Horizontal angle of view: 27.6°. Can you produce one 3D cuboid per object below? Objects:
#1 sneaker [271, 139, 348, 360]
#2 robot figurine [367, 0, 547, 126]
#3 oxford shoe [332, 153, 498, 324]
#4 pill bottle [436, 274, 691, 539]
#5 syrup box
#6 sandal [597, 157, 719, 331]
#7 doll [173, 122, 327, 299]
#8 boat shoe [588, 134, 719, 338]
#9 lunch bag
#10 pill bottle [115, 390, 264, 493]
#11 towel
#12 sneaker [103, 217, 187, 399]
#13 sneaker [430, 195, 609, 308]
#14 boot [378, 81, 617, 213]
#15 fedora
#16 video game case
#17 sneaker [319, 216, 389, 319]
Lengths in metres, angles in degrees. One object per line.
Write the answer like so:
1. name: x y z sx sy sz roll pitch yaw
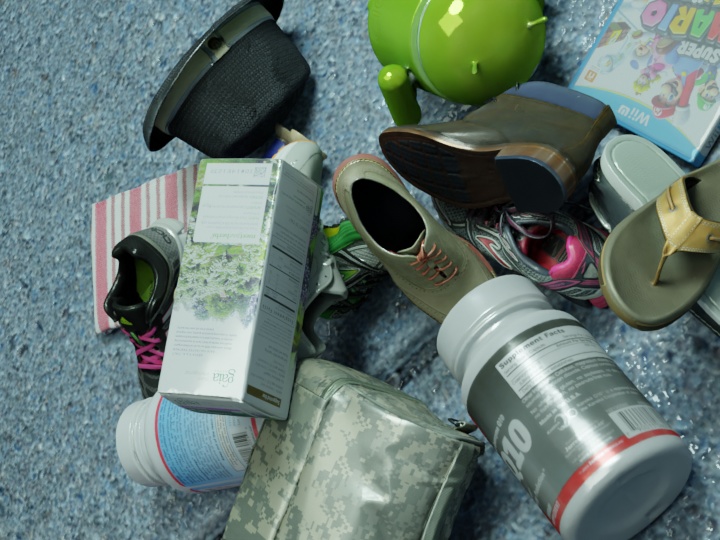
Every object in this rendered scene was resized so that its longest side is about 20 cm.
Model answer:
1. sneaker: -0.047 -0.012 1.262 0.092 0.076 0.201 8 82 22
2. robot figurine: 0.080 -0.206 1.247 0.175 0.116 0.200 -40 28 -8
3. oxford shoe: 0.051 -0.007 1.189 0.070 0.200 0.075 -46 10 8
4. pill bottle: 0.148 0.104 1.116 0.114 0.114 0.200 -50 51 16
5. syrup box: -0.095 0.015 1.182 0.078 0.081 0.201 2 76 25
6. sandal: 0.246 -0.037 1.054 0.200 0.054 0.080 -37 72 -21
7. doll: -0.112 -0.043 1.381 0.200 0.048 0.136 -54 28 -2
8. boat shoe: 0.246 -0.013 1.110 0.200 0.075 0.060 59 153 24
9. lunch bag: 0.002 0.192 1.188 0.167 0.139 0.201 22 89 47
10. pill bottle: -0.124 0.143 1.329 0.199 0.109 0.109 -15 67 35
11. towel: -0.202 -0.021 1.500 0.199 0.030 0.147 -16 69 35
12. sneaker: -0.205 0.052 1.416 0.073 0.087 0.201 2 97 35
13. sneaker: 0.130 -0.041 1.202 0.200 0.075 0.081 31 96 41
14. boot: 0.110 -0.104 1.182 0.200 0.075 0.097 17 51 42
15. fedora: -0.116 -0.172 1.411 0.092 0.201 0.201 41 105 5
16. video game case: 0.267 -0.200 1.178 0.143 0.018 0.201 36 100 39
17. sneaker: 0.000 0.000 1.305 0.200 0.078 0.086 -11 76 46
